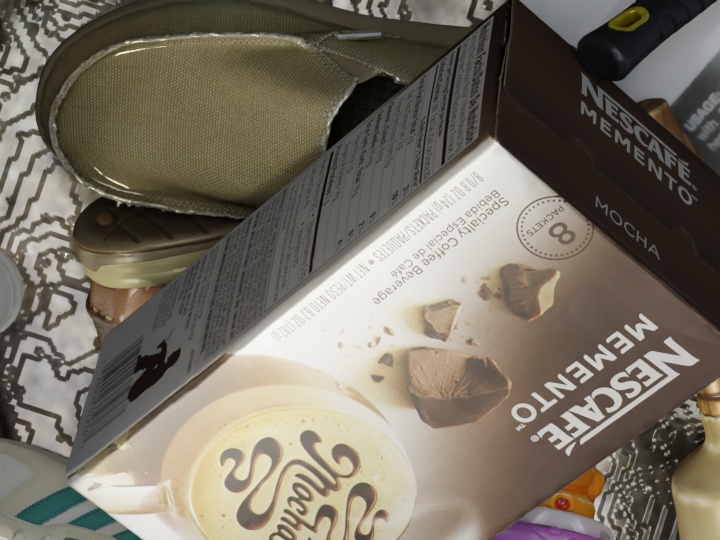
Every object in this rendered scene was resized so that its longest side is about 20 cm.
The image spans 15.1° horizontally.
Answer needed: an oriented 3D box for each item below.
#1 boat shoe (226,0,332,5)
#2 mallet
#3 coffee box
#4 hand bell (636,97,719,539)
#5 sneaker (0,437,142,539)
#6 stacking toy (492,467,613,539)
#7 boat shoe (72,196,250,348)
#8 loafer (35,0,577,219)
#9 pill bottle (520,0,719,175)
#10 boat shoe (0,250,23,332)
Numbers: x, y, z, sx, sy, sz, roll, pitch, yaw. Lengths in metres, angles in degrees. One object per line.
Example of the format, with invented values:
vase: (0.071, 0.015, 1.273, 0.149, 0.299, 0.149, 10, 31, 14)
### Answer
boat shoe: (0.007, -0.168, 0.976, 0.073, 0.063, 0.200, 30, 85, -3)
mallet: (0.148, -0.115, 0.866, 0.066, 0.041, 0.200, 21, 50, 31)
coffee box: (0.016, 0.023, 0.867, 0.113, 0.080, 0.200, 39, 122, -21)
hand bell: (0.123, 0.036, 0.932, 0.104, 0.104, 0.201, -22, 108, -6)
sneaker: (-0.092, 0.108, 0.942, 0.199, 0.093, 0.071, 21, 87, -5)
stacking toy: (0.060, 0.124, 0.963, 0.116, 0.110, 0.201, 10, 76, 5)
boat shoe: (0.000, 0.000, 0.973, 0.199, 0.072, 0.068, -6, 114, -3)
loafer: (-0.016, -0.050, 0.913, 0.199, 0.067, 0.076, 0, 114, 10)
pill bottle: (0.152, -0.057, 0.961, 0.200, 0.114, 0.114, 40, 85, -3)
boat shoe: (-0.207, 0.015, 0.947, 0.201, 0.086, 0.075, -10, 94, 23)
